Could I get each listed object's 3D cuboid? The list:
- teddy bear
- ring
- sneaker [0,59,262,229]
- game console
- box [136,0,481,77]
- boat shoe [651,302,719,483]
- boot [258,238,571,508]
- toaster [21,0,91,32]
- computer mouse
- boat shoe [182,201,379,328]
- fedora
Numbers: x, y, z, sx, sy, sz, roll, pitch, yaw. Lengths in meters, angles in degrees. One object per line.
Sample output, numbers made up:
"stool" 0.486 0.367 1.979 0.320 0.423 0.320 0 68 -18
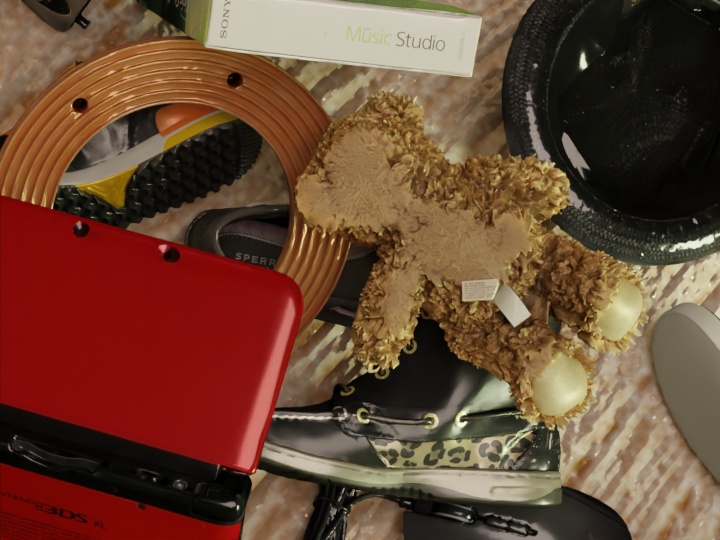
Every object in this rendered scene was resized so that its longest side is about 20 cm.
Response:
"teddy bear" 0.056 -0.004 1.492 0.199 0.067 0.146 20 85 -2
"ring" -0.101 -0.029 1.508 0.200 0.019 0.201 -6 113 -14
"sneaker" -0.158 -0.068 1.549 0.199 0.070 0.090 -18 58 -9
"game console" -0.143 0.076 1.480 0.199 0.173 0.119 16 47 6
"box" -0.032 -0.139 1.516 0.144 0.200 0.037 5 99 -15
"boat shoe" 0.241 0.099 1.640 0.064 0.071 0.200 -34 92 -34
"boot" 0.019 0.044 1.541 0.203 0.073 0.154 9 85 -11
"toaster" -0.133 -0.245 1.508 0.119 0.181 0.200 37 76 -8
"computer mouse" 0.058 0.166 1.584 0.199 0.046 0.141 24 76 -13
"boat shoe" 0.000 0.000 1.582 0.199 0.057 0.067 8 81 -15
"fedora" 0.154 -0.090 1.619 0.200 0.092 0.201 5 77 -21
